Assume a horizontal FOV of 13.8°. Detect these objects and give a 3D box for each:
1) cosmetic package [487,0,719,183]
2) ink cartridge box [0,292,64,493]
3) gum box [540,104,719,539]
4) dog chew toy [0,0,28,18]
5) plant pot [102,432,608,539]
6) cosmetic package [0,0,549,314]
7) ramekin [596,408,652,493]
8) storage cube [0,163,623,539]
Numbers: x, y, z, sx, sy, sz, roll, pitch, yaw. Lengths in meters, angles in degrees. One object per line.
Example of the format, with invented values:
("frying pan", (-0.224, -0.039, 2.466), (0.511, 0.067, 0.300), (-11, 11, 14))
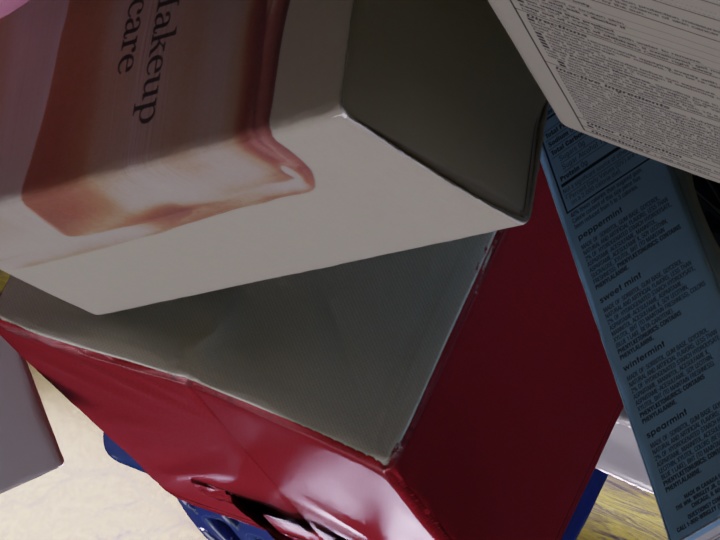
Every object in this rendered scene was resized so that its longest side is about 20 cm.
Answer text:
("cosmetic package", (0.090, -0.080, 0.751), (0.103, 0.073, 0.200), (20, 171, 16))
("ink cartridge box", (-0.192, -0.018, 1.105), (0.145, 0.084, 0.201), (-138, 29, -64))
("gum box", (0.128, 0.019, 0.941), (0.044, 0.201, 0.170), (-33, 142, 23))
("dog chew toy", (-0.145, -0.134, 0.903), (0.124, 0.125, 0.200), (25, 180, -17))
("plant pot", (0.001, 0.062, 1.500), (0.199, 0.201, 0.180), (14, 161, 45))
("cosmetic package", (-0.041, -0.059, 0.945), (0.199, 0.104, 0.087), (-13, 150, 42))
("ramekin", (0.161, 0.048, 1.292), (0.200, 0.098, 0.200), (21, 172, 3))
("storage cube", (0.000, 0.000, 1.102), (0.170, 0.201, 0.180), (19, 165, 25))
